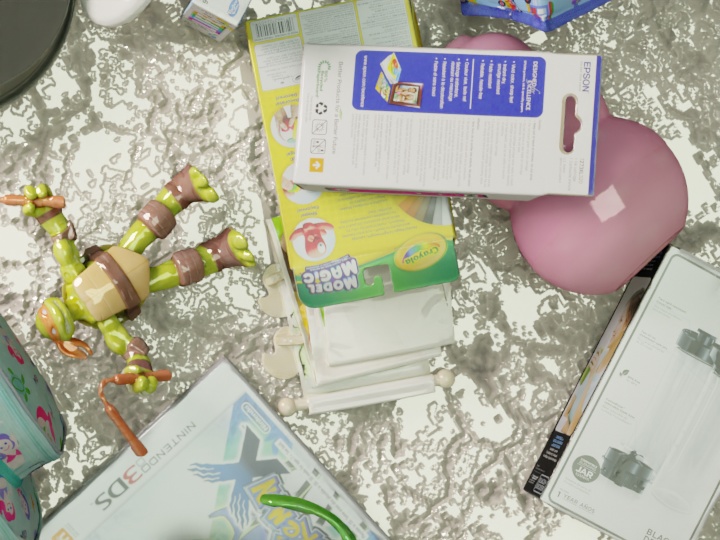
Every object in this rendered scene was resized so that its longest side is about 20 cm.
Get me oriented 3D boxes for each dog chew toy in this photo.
[{"bbox_3d":[0.128,-0.080,1.578,0.125,0.125,0.200,-43,83,-5],"label":"dog chew toy"}]

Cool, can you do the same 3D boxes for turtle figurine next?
[{"bbox_3d":[-0.154,0.012,1.565,0.161,0.064,0.200,-32,87,-14],"label":"turtle figurine"}]

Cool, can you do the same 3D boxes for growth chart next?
[{"bbox_3d":[0.000,0.000,1.610,0.144,0.018,0.201,-1,91,-7],"label":"growth chart"}]

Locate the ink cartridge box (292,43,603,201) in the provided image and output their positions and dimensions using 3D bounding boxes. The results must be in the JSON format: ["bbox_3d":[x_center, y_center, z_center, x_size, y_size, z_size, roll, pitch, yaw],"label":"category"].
[{"bbox_3d":[0.057,-0.096,1.519,0.199,0.037,0.095,3,84,13],"label":"ink cartridge box"}]

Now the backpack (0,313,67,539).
[{"bbox_3d":[-0.273,0.103,1.495,0.150,0.178,0.200,-24,98,-2],"label":"backpack"}]

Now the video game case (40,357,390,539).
[{"bbox_3d":[-0.094,0.193,1.598,0.182,0.022,0.200,-42,96,-5],"label":"video game case"}]

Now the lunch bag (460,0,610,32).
[{"bbox_3d":[0.161,-0.264,1.572,0.200,0.094,0.151,-22,116,-33],"label":"lunch bag"}]

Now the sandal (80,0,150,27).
[{"bbox_3d":[-0.134,-0.259,1.567,0.050,0.082,0.203,17,86,-51],"label":"sandal"}]

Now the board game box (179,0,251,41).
[{"bbox_3d":[-0.056,-0.251,1.538,0.034,0.134,0.200,27,87,-7],"label":"board game box"}]

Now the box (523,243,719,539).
[{"bbox_3d":[0.213,0.094,1.619,0.116,0.060,0.200,27,88,-7],"label":"box"}]

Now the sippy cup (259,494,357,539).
[{"bbox_3d":[-0.074,0.245,1.532,0.130,0.140,0.178,19,57,3],"label":"sippy cup"}]

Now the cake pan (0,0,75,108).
[{"bbox_3d":[-0.277,-0.199,1.527,0.200,0.037,0.201,3,84,-26],"label":"cake pan"}]

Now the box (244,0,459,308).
[{"bbox_3d":[-0.003,-0.079,1.572,0.117,0.048,0.201,-10,82,1],"label":"box"}]
